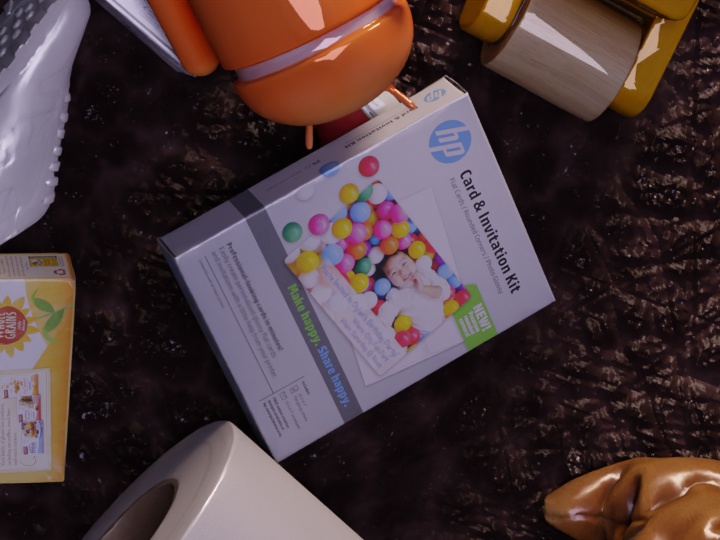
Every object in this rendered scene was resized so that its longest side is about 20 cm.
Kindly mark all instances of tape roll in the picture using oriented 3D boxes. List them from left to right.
[{"bbox_3d":[-0.094,0.208,1.700,0.139,0.203,0.203,42,86,-12],"label":"tape roll"}]

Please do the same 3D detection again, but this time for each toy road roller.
[{"bbox_3d":[0.161,-0.194,1.739,0.123,0.146,0.200,27,90,-13],"label":"toy road roller"}]

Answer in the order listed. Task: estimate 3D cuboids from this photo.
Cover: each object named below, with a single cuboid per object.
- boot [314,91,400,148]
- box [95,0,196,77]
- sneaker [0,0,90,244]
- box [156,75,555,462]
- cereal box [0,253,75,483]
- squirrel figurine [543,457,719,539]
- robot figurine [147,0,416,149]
[{"bbox_3d":[-0.019,-0.036,1.758,0.144,0.072,0.200,-38,106,-5],"label":"boot"},{"bbox_3d":[-0.083,-0.229,1.726,0.117,0.060,0.200,41,86,-14],"label":"box"},{"bbox_3d":[-0.210,-0.080,1.715,0.080,0.076,0.200,29,97,-21],"label":"sneaker"},{"bbox_3d":[0.000,0.000,1.714,0.200,0.041,0.156,-30,118,-10],"label":"box"},{"bbox_3d":[-0.272,0.060,1.703,0.199,0.040,0.144,0,119,-13],"label":"cereal box"},{"bbox_3d":[0.240,0.179,1.776,0.200,0.187,0.142,-25,101,-9],"label":"squirrel figurine"},{"bbox_3d":[-0.044,-0.169,1.653,0.144,0.117,0.200,-29,102,-11],"label":"robot figurine"}]
